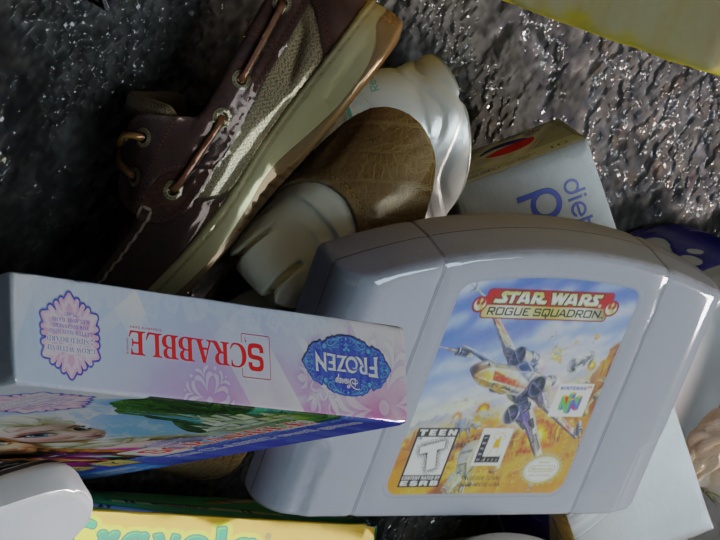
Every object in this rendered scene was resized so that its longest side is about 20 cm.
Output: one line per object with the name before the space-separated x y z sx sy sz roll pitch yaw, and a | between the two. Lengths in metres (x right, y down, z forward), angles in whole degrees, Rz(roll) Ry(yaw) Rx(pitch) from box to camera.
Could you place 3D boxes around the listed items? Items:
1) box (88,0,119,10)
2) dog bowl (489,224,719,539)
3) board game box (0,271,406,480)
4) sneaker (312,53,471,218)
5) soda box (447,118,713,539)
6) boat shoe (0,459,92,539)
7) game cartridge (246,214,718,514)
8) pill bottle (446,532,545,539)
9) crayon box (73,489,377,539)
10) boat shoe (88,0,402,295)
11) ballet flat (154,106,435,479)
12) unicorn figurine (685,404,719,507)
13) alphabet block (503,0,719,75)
box | -0.061 -0.218 1.069 0.200 0.036 0.143 -42 137 -17
dog bowl | 0.159 0.080 1.423 0.199 0.079 0.201 -23 127 -33
board game box | -0.120 0.046 1.050 0.199 0.199 0.041 9 74 -46
sneaker | 0.000 0.000 1.241 0.080 0.070 0.201 -11 118 -22
soda box | 0.099 0.036 1.280 0.068 0.063 0.201 -20 104 -4
boat shoe | -0.205 0.108 1.067 0.199 0.068 0.072 -23 151 -9
game cartridge | 0.057 0.041 1.166 0.199 0.042 0.134 2 124 -33
pill bottle | 0.033 0.181 1.264 0.110 0.200 0.112 3 81 -19
crayon box | -0.098 0.156 1.168 0.199 0.058 0.120 5 93 -26
boat shoe | -0.071 -0.048 1.143 0.072 0.072 0.200 41 97 -6
ballet flat | -0.042 0.015 1.165 0.200 0.068 0.072 -51 160 26
unicorn figurine | 0.224 0.107 1.399 0.200 0.074 0.138 31 100 -34
alphabet block | 0.125 -0.210 1.105 0.196 0.195 0.201 -19 126 -58
